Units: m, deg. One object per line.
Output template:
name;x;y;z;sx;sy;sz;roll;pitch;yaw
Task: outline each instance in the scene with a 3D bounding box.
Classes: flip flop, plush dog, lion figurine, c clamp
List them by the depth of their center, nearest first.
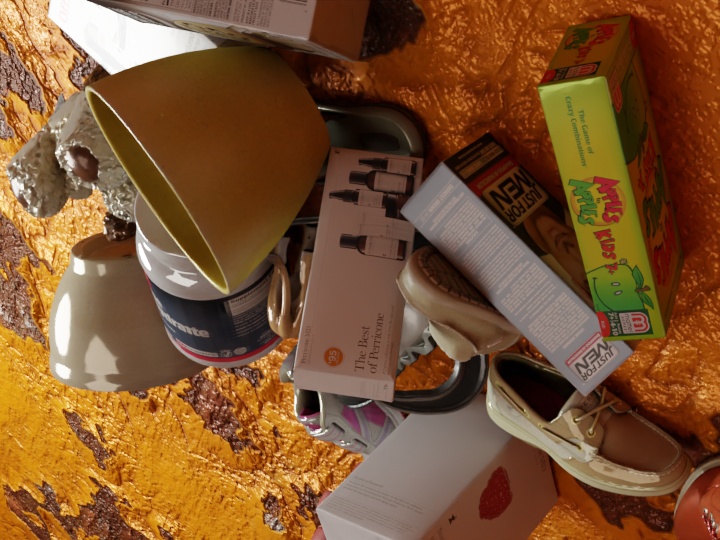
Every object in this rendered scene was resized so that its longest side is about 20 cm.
c clamp;0.030;0.036;1.072;0.027;0.170;0.201;-117;18;-78
flip flop;-0.030;-0.106;1.079;0.199;0.058;0.081;6;131;41
lion figurine;-0.054;0.026;1.149;0.072;0.200;0.123;15;102;20
plush dog;-0.241;-0.108;1.263;0.199;0.161;0.172;-14;131;47

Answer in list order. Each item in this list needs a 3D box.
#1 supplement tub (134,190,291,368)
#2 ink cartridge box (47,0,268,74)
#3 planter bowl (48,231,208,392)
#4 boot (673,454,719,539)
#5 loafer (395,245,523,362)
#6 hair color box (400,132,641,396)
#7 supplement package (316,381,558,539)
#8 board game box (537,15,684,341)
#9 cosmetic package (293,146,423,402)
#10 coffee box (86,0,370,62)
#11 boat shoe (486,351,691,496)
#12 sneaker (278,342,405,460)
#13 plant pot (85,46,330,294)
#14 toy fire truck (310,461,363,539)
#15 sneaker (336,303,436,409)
supplement tub;-0.140;-0.008;1.191;0.140;0.140;0.200;32;154;23
ink cartridge box;-0.184;-0.235;1.107;0.200;0.085;0.146;44;144;11
planter bowl;-0.254;0.031;1.350;0.199;0.200;0.136;12;116;40
boot;0.298;0.198;0.970;0.075;0.107;0.200;42;146;6
loafer;0.083;0.036;0.985;0.068;0.200;0.076;-44;59;15
hair color box;0.135;-0.009;0.948;0.200;0.099;0.061;46;123;5
supplement package;0.077;0.220;1.144;0.119;0.200;0.122;12;132;41
board game box;0.179;-0.062;0.851;0.047;0.102;0.201;-6;120;26
cosmetic package;0.000;0.000;0.991;0.082;0.201;0.051;6;155;4
coffee box;-0.103;-0.223;0.944;0.199;0.113;0.080;14;95;18
boat shoe;0.189;0.129;1.050;0.199;0.074;0.067;21;142;34
sneaker;-0.022;0.151;1.280;0.201;0.088;0.081;57;149;-9
plant pot;-0.110;-0.103;0.998;0.200;0.142;0.200;50;167;16
toy fire truck;0.049;0.311;1.355;0.199;0.112;0.168;11;149;42
sneaker;0.011;0.061;1.163;0.088;0.074;0.200;28;138;-11
